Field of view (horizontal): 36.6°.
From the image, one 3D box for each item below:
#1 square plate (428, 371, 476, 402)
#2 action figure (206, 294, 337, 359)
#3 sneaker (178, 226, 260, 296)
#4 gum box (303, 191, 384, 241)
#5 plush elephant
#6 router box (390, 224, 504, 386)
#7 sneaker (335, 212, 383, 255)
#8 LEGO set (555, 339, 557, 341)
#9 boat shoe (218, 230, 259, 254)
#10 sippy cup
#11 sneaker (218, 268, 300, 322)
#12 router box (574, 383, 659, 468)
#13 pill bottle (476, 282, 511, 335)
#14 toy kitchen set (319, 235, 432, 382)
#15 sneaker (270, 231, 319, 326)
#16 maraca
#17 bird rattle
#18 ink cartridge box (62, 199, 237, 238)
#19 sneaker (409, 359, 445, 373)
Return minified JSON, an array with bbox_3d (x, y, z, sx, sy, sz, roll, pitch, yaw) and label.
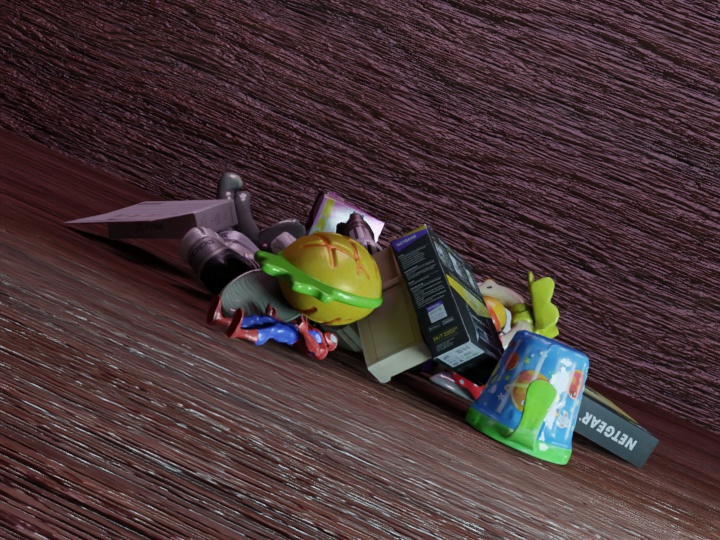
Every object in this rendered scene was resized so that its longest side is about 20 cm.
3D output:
[{"bbox_3d":[0.213,0.191,1.624,0.196,0.029,0.200,23,2,17],"label":"square plate"},{"bbox_3d":[-0.090,0.069,1.275,0.065,0.052,0.199,20,-2,38],"label":"action figure"},{"bbox_3d":[-0.166,0.015,1.503,0.200,0.074,0.088,38,10,-49],"label":"sneaker"},{"bbox_3d":[-0.049,-0.023,1.819,0.112,0.202,0.066,23,2,-15],"label":"gum box"},{"bbox_3d":[-0.160,-0.037,1.732,0.153,0.166,0.201,8,35,-15],"label":"plush elephant"},{"bbox_3d":[0.117,0.049,1.366,0.200,0.052,0.159,35,32,-63],"label":"router box"},{"bbox_3d":[0.000,0.000,1.547,0.075,0.201,0.116,-5,48,-10],"label":"sneaker"},{"bbox_3d":[0.284,0.162,1.834,0.198,0.117,0.153,23,2,28],"label":"LEGO set"},{"bbox_3d":[-0.144,0.020,1.620,0.200,0.071,0.066,46,30,-39],"label":"boat shoe"},{"bbox_3d":[0.211,0.146,1.320,0.138,0.132,0.177,21,2,-29],"label":"sippy cup"},{"bbox_3d":[-0.120,0.047,1.385,0.199,0.076,0.106,-13,-16,-47],"label":"sneaker"},{"bbox_3d":[0.322,0.199,1.611,0.199,0.053,0.157,30,7,-29],"label":"router box"},{"bbox_3d":[0.155,0.093,1.805,0.111,0.113,0.200,21,-20,-19],"label":"pill bottle"},{"bbox_3d":[0.034,0.104,1.446,0.200,0.162,0.182,49,21,-46],"label":"toy kitchen set"},{"bbox_3d":[-0.080,0.013,1.560,0.081,0.075,0.201,38,-20,24],"label":"sneaker"},{"bbox_3d":[-0.047,0.009,1.300,0.136,0.108,0.199,27,11,25],"label":"maraca"},{"bbox_3d":[0.194,0.090,1.574,0.163,0.200,0.113,35,-20,38],"label":"bird rattle"},{"bbox_3d":[-0.315,-0.070,1.637,0.198,0.045,0.175,1,15,37],"label":"ink cartridge box"},{"bbox_3d":[0.069,0.054,1.614,0.098,0.203,0.069,0,-19,-31],"label":"sneaker"}]
